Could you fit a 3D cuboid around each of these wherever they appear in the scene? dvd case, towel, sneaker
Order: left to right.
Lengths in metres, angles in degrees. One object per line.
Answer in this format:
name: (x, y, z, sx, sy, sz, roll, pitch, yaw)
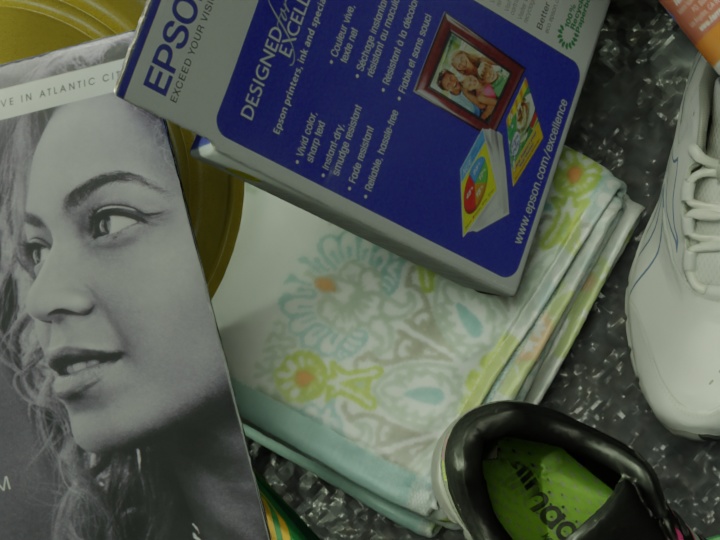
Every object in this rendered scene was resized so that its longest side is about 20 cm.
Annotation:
dvd case: (-0.127, 0.026, 0.745, 0.148, 0.016, 0.201, -14, 98, 0)
towel: (0.000, 0.000, 0.863, 0.199, 0.048, 0.172, 27, 79, 20)
sneaker: (0.101, 0.116, 0.737, 0.200, 0.087, 0.074, 42, 86, 18)
sneaker: (0.147, -0.032, 0.812, 0.074, 0.087, 0.201, 7, 77, 14)

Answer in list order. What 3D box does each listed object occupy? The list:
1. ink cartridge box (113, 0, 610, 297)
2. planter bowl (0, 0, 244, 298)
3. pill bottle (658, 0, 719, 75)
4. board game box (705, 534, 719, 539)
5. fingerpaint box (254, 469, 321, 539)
ink cartridge box: (0.010, -0.117, 0.773, 0.047, 0.199, 0.199, 6, 73, 56)
planter bowl: (-0.145, -0.032, 0.788, 0.199, 0.083, 0.202, -1, 100, -3)
pill bottle: (0.119, -0.177, 0.735, 0.112, 0.112, 0.200, -38, 86, 1)
board game box: (0.164, 0.199, 0.764, 0.150, 0.037, 0.201, -17, 71, 9)
fingerpaint box: (-0.101, 0.164, 0.800, 0.200, 0.073, 0.167, -44, 85, -2)
